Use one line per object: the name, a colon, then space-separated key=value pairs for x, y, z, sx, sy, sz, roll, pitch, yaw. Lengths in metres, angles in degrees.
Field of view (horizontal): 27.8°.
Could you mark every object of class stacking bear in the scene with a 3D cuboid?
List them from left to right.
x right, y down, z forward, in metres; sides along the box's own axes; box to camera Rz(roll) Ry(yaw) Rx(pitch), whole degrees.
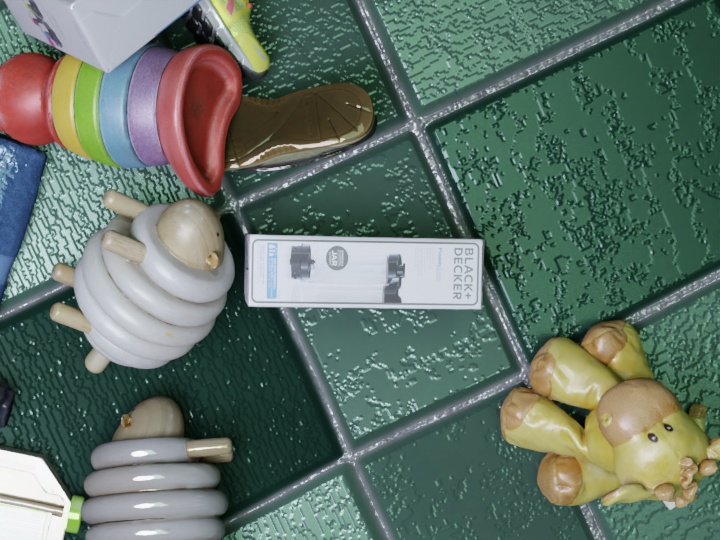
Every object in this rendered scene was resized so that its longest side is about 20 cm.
stacking bear: x=-0.217 y=-0.139 z=1.217 sx=0.198 sy=0.114 sz=0.123 roll=6 pitch=73 yaw=19

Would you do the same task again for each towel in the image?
towel: x=-0.349 y=-0.027 z=1.248 sx=0.111 sy=0.049 sz=0.202 roll=19 pitch=89 yaw=-8

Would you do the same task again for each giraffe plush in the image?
giraffe plush: x=0.236 y=0.147 z=1.262 sx=0.200 sy=0.162 sz=0.173 roll=38 pitch=87 yaw=-6

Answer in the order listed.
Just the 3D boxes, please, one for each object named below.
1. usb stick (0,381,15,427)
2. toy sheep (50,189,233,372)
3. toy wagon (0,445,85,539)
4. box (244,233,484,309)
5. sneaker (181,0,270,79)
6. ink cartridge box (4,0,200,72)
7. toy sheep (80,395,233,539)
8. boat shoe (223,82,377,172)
usb stick: x=-0.395 y=0.089 z=1.245 sx=0.198 sy=0.056 sz=0.033 roll=19 pitch=46 yaw=-7
toy sheep: x=-0.181 y=0.014 z=1.219 sx=0.138 sy=0.138 sz=0.200 roll=40 pitch=123 yaw=-6
toy wagon: x=-0.329 y=0.253 z=1.263 sx=0.154 sy=0.040 sz=0.202 roll=13 pitch=91 yaw=-6
box: x=0.000 y=0.000 z=1.255 sx=0.198 sy=0.117 sz=0.061 roll=0 pitch=92 yaw=-7
sneaker: x=-0.123 y=-0.261 z=1.255 sx=0.090 sy=0.078 sz=0.201 roll=-32 pitch=98 yaw=-14
ink cartridge box: x=-0.227 y=-0.244 z=1.203 sx=0.115 sy=0.200 sz=0.068 roll=-41 pitch=130 yaw=-18
toy sheep: x=-0.171 y=0.207 z=1.235 sx=0.137 sy=0.138 sz=0.202 roll=-2 pitch=75 yaw=-6
boat shoe: x=-0.081 y=-0.115 z=1.266 sx=0.198 sy=0.065 sz=0.074 roll=-4 pitch=73 yaw=12
